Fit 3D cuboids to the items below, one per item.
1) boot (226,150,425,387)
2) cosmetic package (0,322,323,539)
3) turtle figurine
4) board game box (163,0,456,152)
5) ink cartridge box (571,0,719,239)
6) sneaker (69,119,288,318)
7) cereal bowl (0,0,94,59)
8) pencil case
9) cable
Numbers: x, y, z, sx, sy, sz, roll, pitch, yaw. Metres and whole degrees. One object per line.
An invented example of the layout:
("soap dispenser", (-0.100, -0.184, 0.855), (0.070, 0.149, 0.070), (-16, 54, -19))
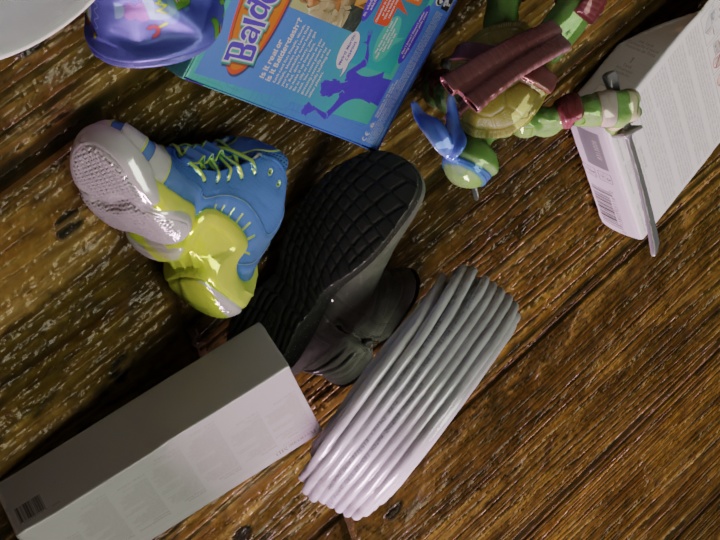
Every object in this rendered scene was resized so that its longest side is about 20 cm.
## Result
("boot", (0.000, 0.000, 1.184), (0.131, 0.068, 0.200), (2, 131, -54))
("cosmetic package", (-0.129, 0.121, 1.106), (0.200, 0.051, 0.083), (-31, 139, -7))
("turtle figurine", (0.119, -0.136, 1.155), (0.200, 0.144, 0.194), (22, 87, -34))
("board game box", (-0.024, -0.168, 1.043), (0.200, 0.045, 0.152), (17, 105, -54))
("ink cartridge box", (0.256, -0.147, 1.396), (0.200, 0.047, 0.160), (-51, 144, -16))
("sneaker", (-0.103, -0.056, 1.029), (0.105, 0.076, 0.200), (-59, 154, -17))
("cereal bowl", (-0.195, -0.197, 0.775), (0.200, 0.083, 0.200), (-22, 132, -26))
("pencil case", (-0.107, -0.205, 0.886), (0.087, 0.078, 0.200), (-10, 129, -17))
("cable", (0.034, 0.088, 1.189), (0.200, 0.069, 0.200), (-50, 176, -38))
